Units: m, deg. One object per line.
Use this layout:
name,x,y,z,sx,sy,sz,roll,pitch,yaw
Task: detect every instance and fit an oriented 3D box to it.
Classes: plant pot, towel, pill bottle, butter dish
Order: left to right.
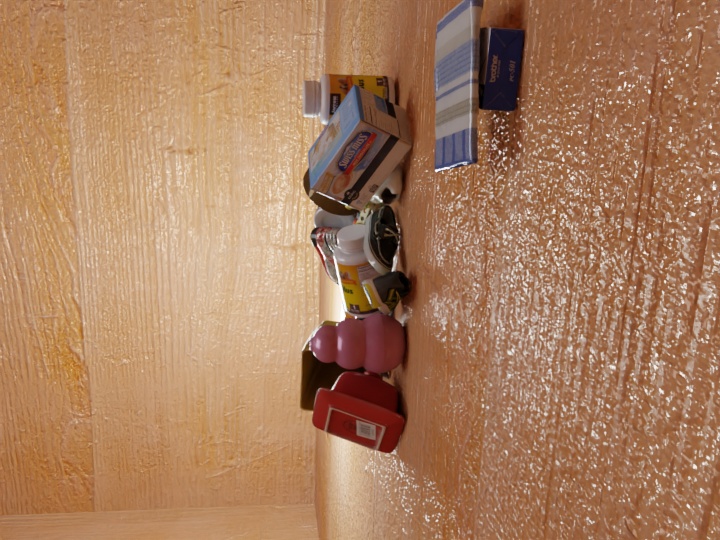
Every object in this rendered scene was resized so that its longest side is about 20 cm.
pill bottle,-0.052,-0.191,2.152,0.201,0.119,0.120,-72,-8,-46
plant pot,-0.045,0.241,1.991,0.177,0.198,0.201,-80,-4,-58
plant pot,-0.033,-0.278,2.006,0.200,0.185,0.187,122,150,-47
pill bottle,-0.028,-0.381,1.708,0.109,0.198,0.110,180,90,-83
pill bottle,0.000,0.000,1.756,0.109,0.108,0.201,-104,3,-61
butter dish,0.008,0.289,1.688,0.201,0.198,0.148,102,-171,-53
towel,0.122,-0.227,0.952,0.147,0.024,0.202,-170,80,-79

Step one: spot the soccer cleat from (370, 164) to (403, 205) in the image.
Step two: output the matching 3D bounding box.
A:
soccer cleat,0.051,-0.175,1.688,0.200,0.069,0.078,129,138,-74

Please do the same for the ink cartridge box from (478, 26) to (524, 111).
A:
ink cartridge box,0.153,-0.261,0.982,0.200,0.044,0.095,-114,27,-72

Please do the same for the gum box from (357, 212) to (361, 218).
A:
gum box,0.012,-0.025,2.052,0.170,0.044,0.201,100,168,-54

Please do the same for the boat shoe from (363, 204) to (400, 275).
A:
boat shoe,0.049,-0.072,1.651,0.064,0.071,0.201,-41,32,27

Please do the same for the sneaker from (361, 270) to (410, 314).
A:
sneaker,0.067,0.043,1.560,0.200,0.084,0.075,6,-117,-77

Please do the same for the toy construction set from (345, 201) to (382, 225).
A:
toy construction set,-0.008,-0.116,1.903,0.131,0.092,0.201,31,124,31

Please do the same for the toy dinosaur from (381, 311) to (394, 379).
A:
toy dinosaur,0.036,0.163,1.751,0.102,0.076,0.202,-140,47,-71

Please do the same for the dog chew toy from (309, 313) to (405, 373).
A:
dog chew toy,-0.008,0.154,1.606,0.125,0.198,0.126,180,90,-83

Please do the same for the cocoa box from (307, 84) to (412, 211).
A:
cocoa box,-0.006,-0.253,1.587,0.200,0.131,0.134,-50,32,34

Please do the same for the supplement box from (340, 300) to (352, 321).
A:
supplement box,-0.028,0.177,2.271,0.069,0.066,0.201,-98,10,-46

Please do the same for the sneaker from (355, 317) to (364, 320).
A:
sneaker,0.019,0.079,1.893,0.200,0.073,0.088,-173,84,-83

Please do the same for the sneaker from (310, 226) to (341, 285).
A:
sneaker,-0.051,-0.035,2.093,0.067,0.107,0.202,-52,-54,-35
